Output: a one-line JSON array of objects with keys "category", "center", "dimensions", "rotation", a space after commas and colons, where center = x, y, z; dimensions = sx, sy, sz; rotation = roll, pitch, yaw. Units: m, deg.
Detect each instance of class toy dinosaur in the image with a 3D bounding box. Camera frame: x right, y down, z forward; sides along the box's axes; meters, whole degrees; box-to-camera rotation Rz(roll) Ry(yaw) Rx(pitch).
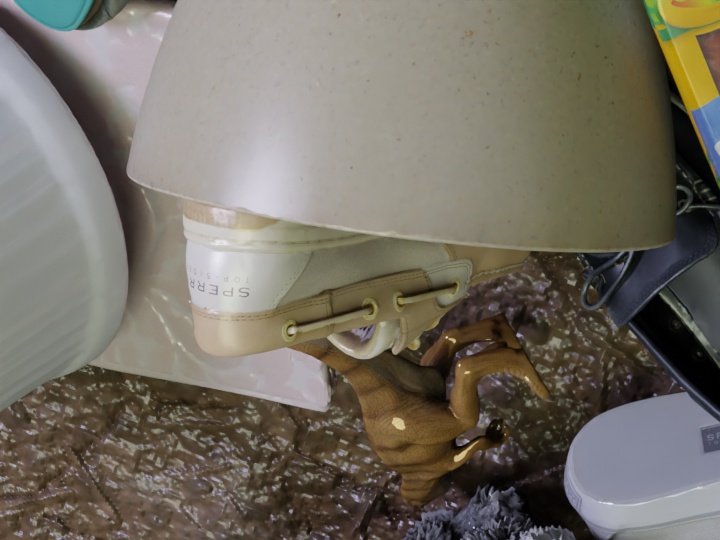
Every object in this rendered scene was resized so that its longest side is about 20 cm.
[{"category": "toy dinosaur", "center": [0.021, 0.055, 0.942], "dimensions": [0.106, 0.061, 0.200], "rotation": [-31, 142, 3]}]

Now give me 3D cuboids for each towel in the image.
[{"category": "towel", "center": [-0.101, -0.039, 0.962], "dimensions": [0.190, 0.032, 0.201], "rotation": [10, 128, 22]}]

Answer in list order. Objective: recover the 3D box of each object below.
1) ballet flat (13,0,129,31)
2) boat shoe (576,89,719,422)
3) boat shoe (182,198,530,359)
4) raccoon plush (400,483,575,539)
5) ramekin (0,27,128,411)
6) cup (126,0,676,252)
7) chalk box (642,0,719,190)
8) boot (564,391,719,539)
[{"category": "ballet flat", "center": [-0.087, -0.155, 0.810], "dimensions": [0.067, 0.064, 0.200], "rotation": [37, 152, -4]}, {"category": "boat shoe", "center": [0.122, -0.011, 0.885], "dimensions": [0.200, 0.062, 0.075], "rotation": [50, 122, 2]}, {"category": "boat shoe", "center": [0.000, 0.000, 0.871], "dimensions": [0.073, 0.199, 0.070], "rotation": [14, 101, 38]}, {"category": "raccoon plush", "center": [0.029, 0.169, 0.959], "dimensions": [0.199, 0.134, 0.097], "rotation": [-27, 93, -2]}, {"category": "ramekin", "center": [-0.203, -0.018, 0.944], "dimensions": [0.200, 0.098, 0.202], "rotation": [26, 135, 28]}, {"category": "cup", "center": [0.022, -0.094, 0.789], "dimensions": [0.199, 0.200, 0.145], "rotation": [8, 99, 14]}, {"category": "chalk box", "center": [0.163, -0.110, 0.767], "dimensions": [0.124, 0.124, 0.201], "rotation": [-21, 115, 17]}, {"category": "boot", "center": [0.193, 0.090, 0.950], "dimensions": [0.198, 0.074, 0.096], "rotation": [-10, 141, 19]}]
